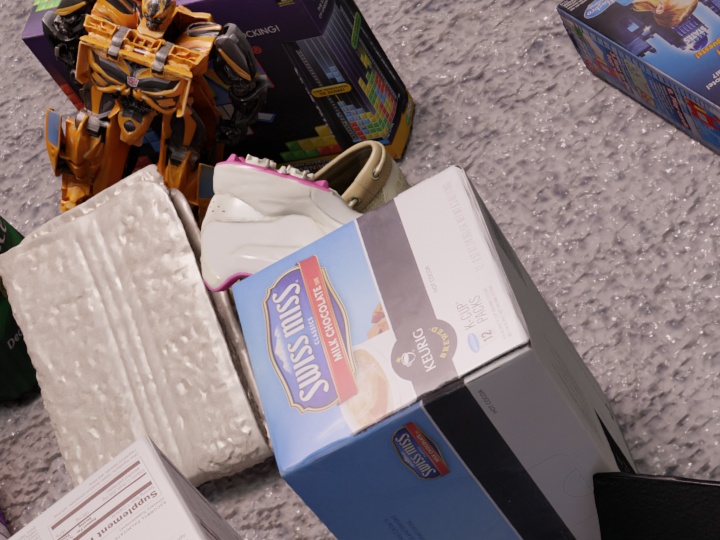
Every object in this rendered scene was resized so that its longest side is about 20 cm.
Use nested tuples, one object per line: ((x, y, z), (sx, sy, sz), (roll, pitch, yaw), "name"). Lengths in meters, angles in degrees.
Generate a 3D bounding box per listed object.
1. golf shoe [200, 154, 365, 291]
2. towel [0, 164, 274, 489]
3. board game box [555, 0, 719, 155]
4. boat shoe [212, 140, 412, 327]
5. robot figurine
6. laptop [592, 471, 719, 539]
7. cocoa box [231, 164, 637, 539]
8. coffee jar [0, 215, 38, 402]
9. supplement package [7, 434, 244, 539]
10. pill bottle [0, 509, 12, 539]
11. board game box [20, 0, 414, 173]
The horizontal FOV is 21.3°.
((0.000, 0.000, 1.112), (0.200, 0.075, 0.092), (19, 89, 10), "golf shoe")
((-0.138, 0.047, 1.152), (0.132, 0.034, 0.200), (-27, 70, 17), "towel")
((0.246, -0.136, 1.103), (0.200, 0.062, 0.200), (-32, 45, 4), "board game box")
((-0.060, -0.009, 1.182), (0.201, 0.063, 0.073), (-30, 44, 7), "boat shoe")
((-0.134, -0.094, 1.187), (0.145, 0.200, 0.058), (19, 51, 5), "robot figurine")
((0.168, 0.202, 0.824), (0.177, 0.200, 0.103), (1, 17, 37), "laptop")
((0.046, 0.077, 0.944), (0.131, 0.200, 0.133), (-28, 44, 9), "cocoa box")
((-0.268, -0.009, 1.212), (0.085, 0.200, 0.104), (2, 56, 33), "coffee jar")
((-0.131, 0.216, 0.968), (0.200, 0.156, 0.111), (-37, 42, -1), "supplement package")
((-0.274, 0.149, 1.146), (0.111, 0.111, 0.200), (-36, 44, 0), "pill bottle")
((-0.089, -0.129, 1.229), (0.200, 0.165, 0.057), (-8, 50, 27), "board game box")
